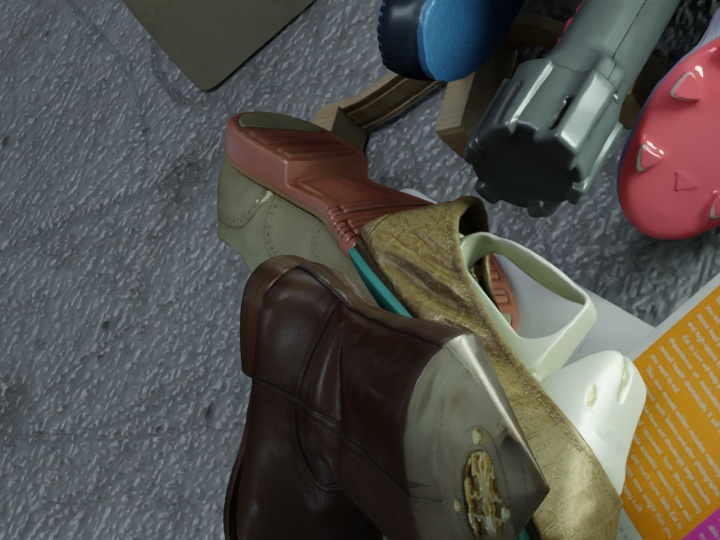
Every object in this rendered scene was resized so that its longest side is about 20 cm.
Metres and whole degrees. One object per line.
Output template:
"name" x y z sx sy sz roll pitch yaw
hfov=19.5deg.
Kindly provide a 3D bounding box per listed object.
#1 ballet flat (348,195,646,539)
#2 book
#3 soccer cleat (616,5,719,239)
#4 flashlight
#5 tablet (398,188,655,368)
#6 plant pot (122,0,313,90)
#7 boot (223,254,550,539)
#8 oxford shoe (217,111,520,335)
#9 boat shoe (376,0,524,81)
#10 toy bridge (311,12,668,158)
"ballet flat" 0.063 0.040 0.797 0.072 0.068 0.200 -31 47 1
"book" 0.138 0.082 0.775 0.200 0.048 0.134 -41 49 14
"soccer cleat" 0.172 -0.100 0.875 0.200 0.067 0.076 -59 4 4
"flashlight" 0.105 -0.106 0.886 0.068 0.068 0.200 13 54 28
"tablet" 0.037 0.047 0.922 0.130 0.014 0.200 -55 40 -2
"plant pot" -0.091 -0.260 1.139 0.200 0.177 0.200 -39 42 15
"boot" 0.010 0.096 0.779 0.064 0.187 0.200 -14 16 -21
"oxford shoe" 0.000 0.000 0.946 0.200 0.071 0.074 43 125 45
"boat shoe" 0.043 -0.148 0.976 0.069 0.084 0.200 13 36 18
"toy bridge" 0.055 -0.086 0.990 0.200 0.027 0.067 -8 54 40
